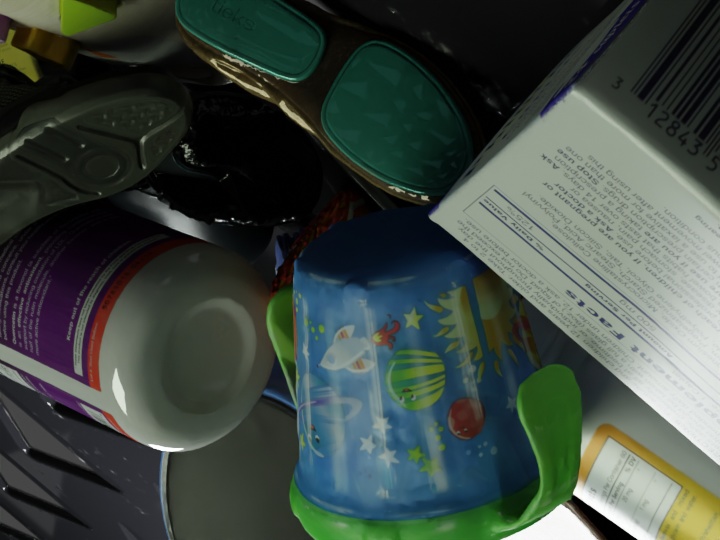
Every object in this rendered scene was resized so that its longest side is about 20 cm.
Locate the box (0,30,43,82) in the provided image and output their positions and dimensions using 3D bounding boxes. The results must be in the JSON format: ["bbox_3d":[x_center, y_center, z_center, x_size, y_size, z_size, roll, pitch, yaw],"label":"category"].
[{"bbox_3d":[-0.199,-0.063,1.525,0.075,0.050,0.201,147,103,-85],"label":"box"}]

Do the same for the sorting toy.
[{"bbox_3d":[-0.154,-0.152,1.376,0.180,0.107,0.200,29,169,-32],"label":"sorting toy"}]

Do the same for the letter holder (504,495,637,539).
[{"bbox_3d":[0.101,0.099,1.415,0.142,0.101,0.200,46,160,-12],"label":"letter holder"}]

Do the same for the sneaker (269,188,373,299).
[{"bbox_3d":[0.000,0.000,1.372,0.077,0.073,0.200,41,-169,-1],"label":"sneaker"}]

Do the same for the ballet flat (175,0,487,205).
[{"bbox_3d":[-0.008,-0.090,1.265,0.199,0.068,0.072,31,179,25],"label":"ballet flat"}]

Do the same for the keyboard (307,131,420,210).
[{"bbox_3d":[0.024,-0.044,1.302,0.104,0.040,0.200,47,-179,-45],"label":"keyboard"}]

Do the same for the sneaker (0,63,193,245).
[{"bbox_3d":[-0.174,-0.084,1.338,0.199,0.115,0.076,-25,141,33],"label":"sneaker"}]

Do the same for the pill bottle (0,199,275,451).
[{"bbox_3d":[-0.144,0.021,1.388,0.199,0.113,0.113,21,154,45],"label":"pill bottle"}]

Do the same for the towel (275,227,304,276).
[{"bbox_3d":[-0.033,0.091,1.509,0.145,0.024,0.201,-110,20,-63],"label":"towel"}]

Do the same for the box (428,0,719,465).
[{"bbox_3d":[0.151,-0.023,1.037,0.184,0.105,0.200,41,160,-3],"label":"box"}]

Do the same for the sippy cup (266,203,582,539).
[{"bbox_3d":[0.026,0.044,1.165,0.177,0.140,0.131,-2,113,19],"label":"sippy cup"}]

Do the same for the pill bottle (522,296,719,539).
[{"bbox_3d":[0.161,0.082,1.243,0.200,0.111,0.111,35,160,15],"label":"pill bottle"}]

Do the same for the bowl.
[{"bbox_3d":[-0.038,0.147,1.434,0.200,0.039,0.202,20,120,37],"label":"bowl"}]

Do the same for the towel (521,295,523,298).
[{"bbox_3d":[0.046,0.062,1.401,0.048,0.112,0.200,12,162,-19],"label":"towel"}]

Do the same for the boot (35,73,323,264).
[{"bbox_3d":[-0.079,-0.045,1.424,0.168,0.077,0.200,13,164,46],"label":"boot"}]
